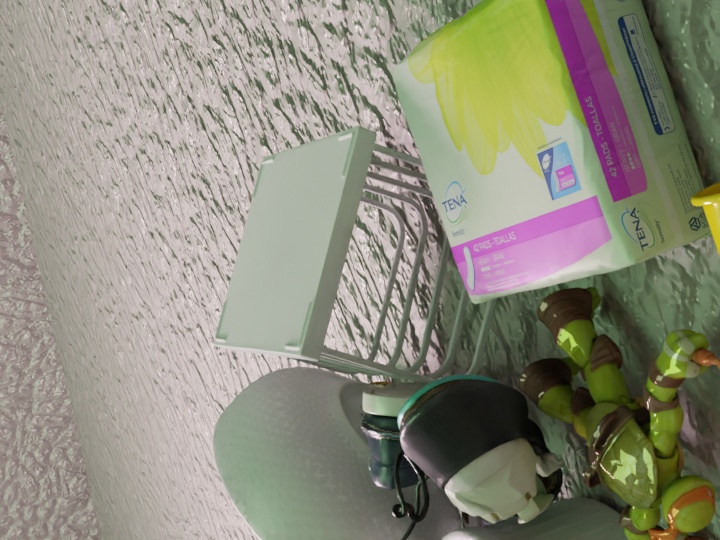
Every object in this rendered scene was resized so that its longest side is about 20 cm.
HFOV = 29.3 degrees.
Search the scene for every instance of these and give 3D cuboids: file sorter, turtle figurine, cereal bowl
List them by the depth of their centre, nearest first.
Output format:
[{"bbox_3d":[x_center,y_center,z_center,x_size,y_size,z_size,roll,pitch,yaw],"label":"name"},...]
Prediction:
[{"bbox_3d":[0.145,0.096,0.751,0.162,0.064,0.202,-127,23,-46],"label":"turtle figurine"},{"bbox_3d":[0.000,0.000,0.916,0.200,0.123,0.141,177,109,-70],"label":"file sorter"},{"bbox_3d":[-0.004,0.141,0.983,0.084,0.199,0.201,-51,50,21],"label":"cereal bowl"}]

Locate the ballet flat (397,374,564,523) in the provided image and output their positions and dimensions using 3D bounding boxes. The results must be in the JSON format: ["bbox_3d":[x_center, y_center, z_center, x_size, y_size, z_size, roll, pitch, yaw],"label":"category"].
[{"bbox_3d":[0.078,0.108,0.777,0.074,0.072,0.200,63,-171,21],"label":"ballet flat"}]

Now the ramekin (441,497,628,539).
[{"bbox_3d":[0.134,0.242,0.864,0.201,0.097,0.203,52,152,42],"label":"ramekin"}]

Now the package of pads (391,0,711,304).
[{"bbox_3d":[0.093,-0.072,0.738,0.157,0.067,0.200,71,160,1],"label":"package of pads"}]

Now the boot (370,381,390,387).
[{"bbox_3d":[0.047,0.212,1.115,0.175,0.065,0.203,28,132,62],"label":"boot"}]

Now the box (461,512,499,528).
[{"bbox_3d":[0.109,0.252,1.022,0.039,0.041,0.203,38,141,57],"label":"box"}]

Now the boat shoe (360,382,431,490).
[{"bbox_3d":[0.047,0.108,0.902,0.200,0.074,0.063,14,-99,-78],"label":"boat shoe"}]

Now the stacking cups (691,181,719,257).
[{"bbox_3d":[0.196,0.056,0.586,0.060,0.060,0.203,-5,102,69],"label":"stacking cups"}]

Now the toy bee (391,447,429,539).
[{"bbox_3d":[0.025,0.207,0.818,0.107,0.130,0.203,-16,84,27],"label":"toy bee"}]
